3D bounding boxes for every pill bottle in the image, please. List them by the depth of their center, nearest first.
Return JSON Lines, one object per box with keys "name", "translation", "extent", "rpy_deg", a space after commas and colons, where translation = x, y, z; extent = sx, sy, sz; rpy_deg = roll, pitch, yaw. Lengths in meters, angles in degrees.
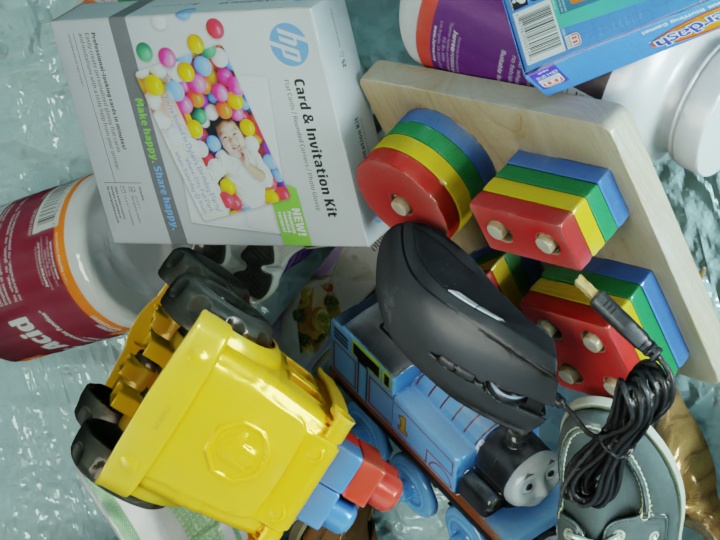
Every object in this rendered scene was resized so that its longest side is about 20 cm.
{"name": "pill bottle", "translation": [0.128, -0.132, 1.241], "extent": [0.200, 0.112, 0.113], "rpy_deg": [29, 123, 24]}
{"name": "pill bottle", "translation": [-0.225, 0.003, 1.557], "extent": [0.200, 0.114, 0.114], "rpy_deg": [-15, 98, 40]}

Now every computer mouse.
{"name": "computer mouse", "translation": [0.081, 0.038, 1.201], "extent": [0.200, 0.046, 0.141], "rpy_deg": [47, 141, 14]}

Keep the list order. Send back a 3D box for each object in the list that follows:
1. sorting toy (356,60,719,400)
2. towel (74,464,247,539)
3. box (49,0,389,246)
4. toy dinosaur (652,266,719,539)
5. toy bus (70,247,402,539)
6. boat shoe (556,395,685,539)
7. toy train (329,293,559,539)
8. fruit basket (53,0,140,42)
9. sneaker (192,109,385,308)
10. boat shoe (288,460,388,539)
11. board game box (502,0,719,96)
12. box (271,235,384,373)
{"name": "sorting toy", "translation": [0.093, -0.013, 1.264], "extent": [0.199, 0.070, 0.200], "rpy_deg": [16, 145, 45]}
{"name": "towel", "translation": [-0.115, 0.138, 1.497], "extent": [0.149, 0.031, 0.200], "rpy_deg": [55, 131, 12]}
{"name": "box", "translation": [-0.085, -0.092, 1.342], "extent": [0.200, 0.041, 0.156], "rpy_deg": [1, 117, 32]}
{"name": "toy dinosaur", "translation": [0.187, 0.104, 1.340], "extent": [0.106, 0.060, 0.200], "rpy_deg": [-16, 95, 9]}
{"name": "toy bus", "translation": [-0.068, 0.092, 1.359], "extent": [0.192, 0.200, 0.136], "rpy_deg": [30, 97, -13]}
{"name": "boat shoe", "translation": [0.151, 0.164, 1.283], "extent": [0.073, 0.062, 0.200], "rpy_deg": [5, 128, 25]}
{"name": "toy train", "translation": [0.058, 0.100, 1.371], "extent": [0.200, 0.087, 0.114], "rpy_deg": [45, 152, 33]}
{"name": "fruit basket", "translation": [-0.119, -0.134, 1.439], "extent": [0.185, 0.094, 0.200], "rpy_deg": [53, 135, 4]}
{"name": "sneaker", "translation": [-0.036, -0.053, 1.413], "extent": [0.081, 0.083, 0.200], "rpy_deg": [50, 131, -2]}
{"name": "boat shoe", "translation": [-0.013, 0.195, 1.510], "extent": [0.068, 0.072, 0.200], "rpy_deg": [39, 136, 12]}
{"name": "board game box", "translation": [0.163, -0.200, 1.155], "extent": [0.200, 0.045, 0.152], "rpy_deg": [-20, 72, 18]}
{"name": "box", "translation": [0.000, 0.000, 1.436], "extent": [0.039, 0.041, 0.200], "rpy_deg": [48, 128, 10]}
